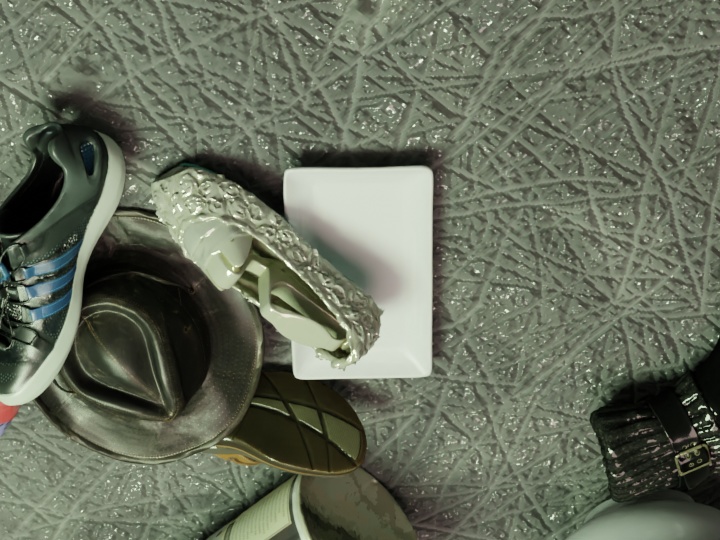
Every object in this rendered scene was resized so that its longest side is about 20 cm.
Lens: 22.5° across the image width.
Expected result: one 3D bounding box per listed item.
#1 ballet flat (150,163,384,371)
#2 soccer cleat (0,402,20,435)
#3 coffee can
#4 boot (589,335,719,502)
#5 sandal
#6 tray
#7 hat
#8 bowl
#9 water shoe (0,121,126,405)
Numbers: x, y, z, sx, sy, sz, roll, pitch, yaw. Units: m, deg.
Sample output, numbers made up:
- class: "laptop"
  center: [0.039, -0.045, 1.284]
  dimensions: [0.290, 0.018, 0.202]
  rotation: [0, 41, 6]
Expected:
- class: "ballet flat"
  center: [-0.067, 0.000, 1.282]
  dimensions: [0.200, 0.072, 0.072]
  rotation: [36, 122, -12]
- class: "soccer cleat"
  center: [-0.358, 0.084, 1.379]
  dimensions: [0.199, 0.067, 0.077]
  rotation: [11, 133, -12]
- class: "coffee can"
  center: [-0.066, 0.263, 1.469]
  dimensions: [0.146, 0.147, 0.200]
  rotation: [37, 120, -27]
- class: "boot"
  center: [0.251, 0.094, 1.374]
  dimensions: [0.157, 0.080, 0.212]
  rotation: [-7, 129, 6]
- class: "sandal"
  center: [-0.094, 0.123, 1.403]
  dimensions: [0.199, 0.082, 0.055]
  rotation: [4, 150, 1]
- class: "tray"
  center: [0.000, 0.000, 1.334]
  dimensions: [0.107, 0.022, 0.200]
  rotation: [0, 129, 1]
- class: "hat"
  center: [-0.163, 0.060, 1.306]
  dimensions: [0.200, 0.081, 0.201]
  rotation: [-1, 106, -5]
- class: "bowl"
  center: [0.236, 0.239, 1.471]
  dimensions: [0.200, 0.091, 0.201]
  rotation: [-5, 146, -3]
- class: "water shoe"
  center: [-0.231, -0.007, 1.248]
  dimensions: [0.079, 0.071, 0.201]
  rotation: [17, 93, -49]
